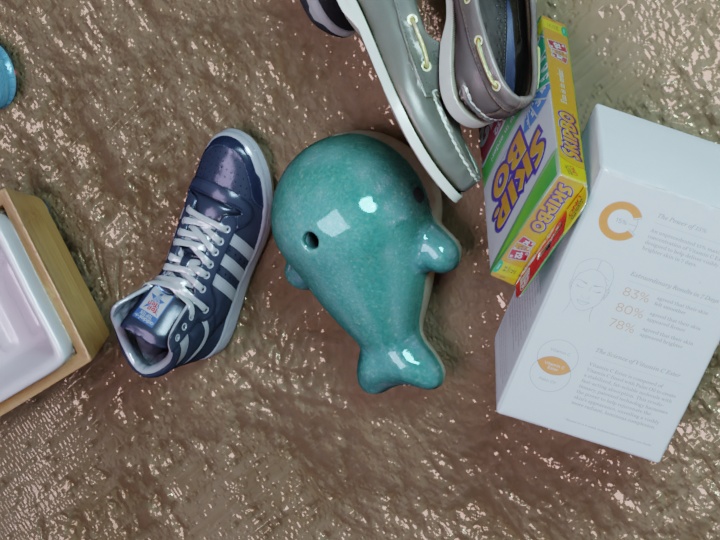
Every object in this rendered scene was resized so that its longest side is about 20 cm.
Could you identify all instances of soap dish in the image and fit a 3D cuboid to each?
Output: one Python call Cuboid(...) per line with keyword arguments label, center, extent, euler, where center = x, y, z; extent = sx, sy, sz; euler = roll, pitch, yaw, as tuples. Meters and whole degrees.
Cuboid(label="soap dish", center=(-0.311, 0.037, 2.052), extent=(0.199, 0.081, 0.158), euler=(-30, 87, 38))

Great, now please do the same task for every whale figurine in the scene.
Cuboid(label="whale figurine", center=(0.000, 0.000, 1.807), extent=(0.158, 0.104, 0.202), euler=(-5, 102, 36))

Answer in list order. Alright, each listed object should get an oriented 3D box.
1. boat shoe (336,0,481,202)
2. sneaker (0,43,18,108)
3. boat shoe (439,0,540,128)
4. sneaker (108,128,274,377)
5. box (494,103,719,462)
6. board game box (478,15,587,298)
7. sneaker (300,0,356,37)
Cuboid(label="boat shoe", center=(0.038, -0.147, 1.699), extent=(0.060, 0.072, 0.203), euler=(-27, 83, 5))
Cuboid(label="sneaker", center=(-0.383, -0.150, 2.032), extent=(0.199, 0.095, 0.080), euler=(-13, 97, 37))
Cuboid(label="boat shoe", center=(0.089, -0.201, 1.672), extent=(0.059, 0.071, 0.202), euler=(-14, 74, 50))
Cuboid(label="sneaker", center=(-0.132, -0.007, 1.894), extent=(0.070, 0.108, 0.201), euler=(27, 119, 24))
Cuboid(label="box", center=(0.181, 0.010, 1.657), extent=(0.123, 0.098, 0.201), euler=(18, 120, -8))
Cuboid(label="board game box", center=(0.115, -0.078, 1.660), extent=(0.030, 0.201, 0.096), euler=(19, 127, -19))
Cuboid(label="sneaker", center=(0.004, -0.260, 1.739), extent=(0.082, 0.072, 0.202), euler=(14, 113, 29))
